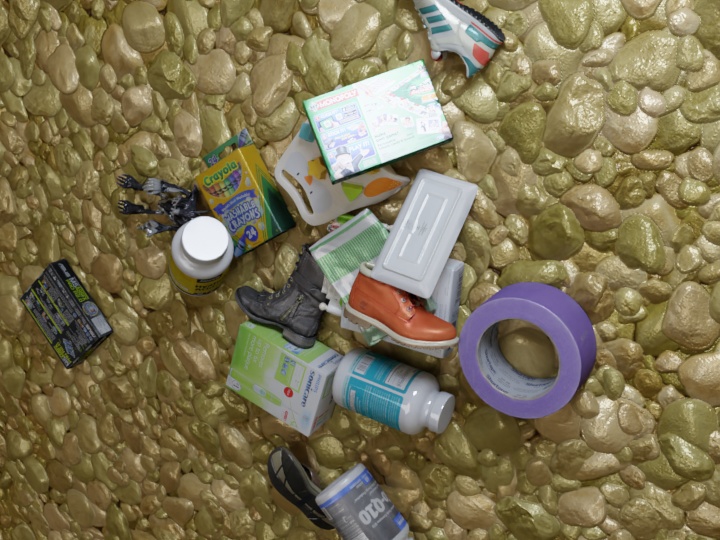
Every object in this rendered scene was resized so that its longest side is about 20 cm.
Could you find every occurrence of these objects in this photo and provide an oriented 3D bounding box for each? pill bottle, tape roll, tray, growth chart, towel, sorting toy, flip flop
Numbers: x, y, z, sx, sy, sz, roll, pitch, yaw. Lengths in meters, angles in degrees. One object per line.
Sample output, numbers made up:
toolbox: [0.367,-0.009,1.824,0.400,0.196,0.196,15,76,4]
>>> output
pill bottle: [0.059,0.213,1.523,0.200,0.111,0.111,19,115,25]
tape roll: [0.261,0.125,1.386,0.200,0.085,0.200,11,112,29]
pill bottle: [-0.289,-0.028,1.601,0.111,0.111,0.200,53,160,5]
pill bottle: [0.018,0.470,1.634,0.114,0.114,0.200,-42,83,34]
tray: [0.099,-0.064,1.388,0.107,0.022,0.200,20,78,24]
growth chart: [0.000,0.000,1.522,0.144,0.018,0.200,10,108,9]
towel: [0.016,0.012,1.473,0.152,0.023,0.200,-33,89,32]
sorting toy: [-0.055,-0.169,1.457,0.180,0.107,0.200,-39,84,29]
flip flop: [-0.106,0.423,1.734,0.081,0.058,0.200,-38,100,30]

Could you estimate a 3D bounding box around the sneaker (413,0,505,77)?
sneaker: [0.115,-0.367,1.316,0.200,0.070,0.093,39,116,12]

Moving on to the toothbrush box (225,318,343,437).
toothbrush box: [-0.139,0.191,1.653,0.200,0.086,0.146,28,119,19]

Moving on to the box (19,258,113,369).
box: [-0.655,0.098,1.962,0.160,0.044,0.200,-39,84,35]

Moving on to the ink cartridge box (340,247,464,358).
ink cartridge box: [0.069,0.044,1.495,0.200,0.057,0.163,17,114,28]

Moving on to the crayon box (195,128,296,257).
crayon box: [-0.218,-0.140,1.609,0.126,0.052,0.200,-26,91,35]

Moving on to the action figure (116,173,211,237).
action figure: [-0.384,-0.120,1.688,0.200,0.102,0.119,16,103,28]

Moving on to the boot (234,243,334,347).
boot: [-0.123,0.027,1.608,0.200,0.069,0.174,30,114,15]

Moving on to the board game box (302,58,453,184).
board game box: [0.027,-0.229,1.359,0.200,0.029,0.135,-20,84,-4]

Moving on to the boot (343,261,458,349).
boot: [0.071,0.056,1.409,0.200,0.075,0.107,21,110,20]
